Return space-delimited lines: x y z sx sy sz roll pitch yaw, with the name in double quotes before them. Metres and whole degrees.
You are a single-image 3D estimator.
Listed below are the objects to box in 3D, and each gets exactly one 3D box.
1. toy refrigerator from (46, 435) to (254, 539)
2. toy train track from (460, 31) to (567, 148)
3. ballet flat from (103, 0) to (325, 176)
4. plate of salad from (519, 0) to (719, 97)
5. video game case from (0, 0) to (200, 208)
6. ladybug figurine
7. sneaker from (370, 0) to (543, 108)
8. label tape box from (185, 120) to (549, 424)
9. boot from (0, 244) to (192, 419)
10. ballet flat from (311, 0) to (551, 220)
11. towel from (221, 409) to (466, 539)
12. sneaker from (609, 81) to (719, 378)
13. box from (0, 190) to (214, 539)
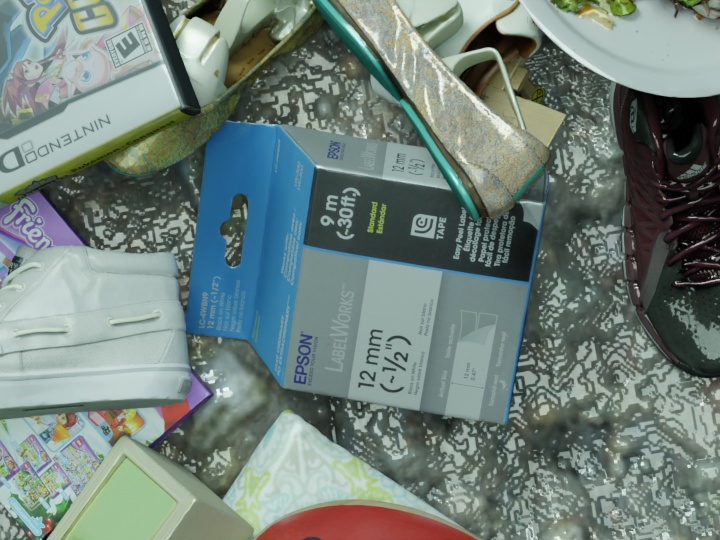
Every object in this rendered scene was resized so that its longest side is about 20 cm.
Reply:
"toy refrigerator" -0.158 0.201 1.701 0.076 0.070 0.200 38 92 39
"toy train track" 0.096 -0.130 1.754 0.114 0.033 0.200 24 79 32
"ballet flat" -0.082 -0.130 1.692 0.071 0.071 0.200 45 52 2
"plate of salad" 0.171 -0.192 1.650 0.199 0.048 0.201 6 66 -14
"video game case" -0.203 -0.142 1.653 0.180 0.025 0.201 -24 79 17
"ladybug figurine" 0.018 0.202 1.675 0.199 0.072 0.136 19 85 1
"sneaker" 0.088 -0.175 1.722 0.085 0.073 0.201 26 91 30
"label tape box" 0.000 0.000 1.707 0.199 0.066 0.144 8 114 -1
"boot" -0.199 0.034 1.696 0.199 0.074 0.096 -3 81 -8
"ballet flat" 0.041 -0.114 1.663 0.067 0.068 0.200 -35 67 -1
"towel" -0.009 0.207 1.734 0.200 0.048 0.171 34 85 2
"sneaker" 0.186 -0.036 1.709 0.075 0.116 0.201 -14 87 -1
"box" -0.202 0.042 1.744 0.137 0.039 0.200 -40 88 -1
